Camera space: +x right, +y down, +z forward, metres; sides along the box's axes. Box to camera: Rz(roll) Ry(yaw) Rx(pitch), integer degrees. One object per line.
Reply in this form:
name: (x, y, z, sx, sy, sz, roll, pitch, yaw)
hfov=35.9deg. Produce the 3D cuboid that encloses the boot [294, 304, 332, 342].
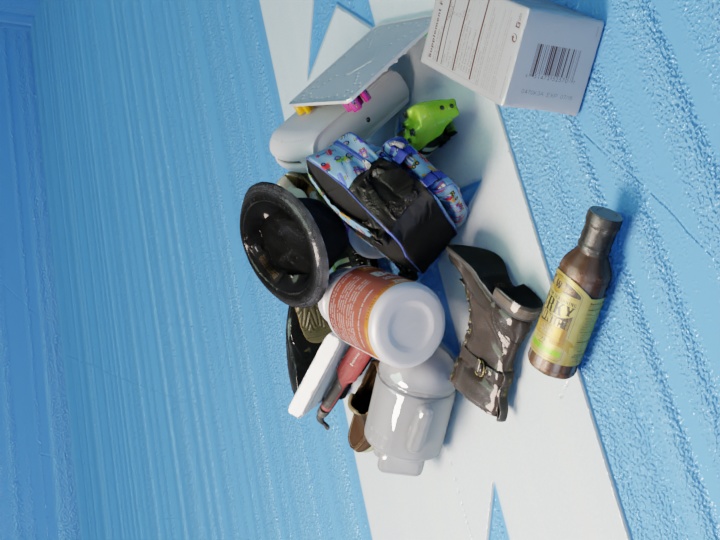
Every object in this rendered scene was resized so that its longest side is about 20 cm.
boot: (-0.095, 0.004, 1.749, 0.200, 0.065, 0.177, -116, 19, -67)

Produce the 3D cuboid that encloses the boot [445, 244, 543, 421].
boot: (0.148, 0.077, 1.442, 0.200, 0.069, 0.176, 50, 131, 48)

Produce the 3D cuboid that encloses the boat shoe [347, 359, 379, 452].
boat shoe: (0.011, 0.200, 1.681, 0.075, 0.074, 0.204, 62, 140, 42)

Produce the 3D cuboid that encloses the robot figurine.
robot figurine: (0.071, 0.182, 1.533, 0.170, 0.112, 0.202, -119, 39, -67)

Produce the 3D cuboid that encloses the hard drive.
hard drive: (-0.039, 0.139, 1.663, 0.027, 0.200, 0.133, 30, 103, 10)

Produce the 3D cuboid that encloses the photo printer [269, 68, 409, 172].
photo printer: (-0.041, -0.224, 1.682, 0.070, 0.200, 0.166, 55, 162, -25)

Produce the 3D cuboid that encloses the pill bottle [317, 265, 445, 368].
pill bottle: (0.020, 0.054, 1.496, 0.200, 0.111, 0.114, 21, 107, 61)

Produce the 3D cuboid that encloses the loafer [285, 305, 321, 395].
loafer: (-0.101, 0.126, 1.898, 0.072, 0.072, 0.203, 171, 100, -65)

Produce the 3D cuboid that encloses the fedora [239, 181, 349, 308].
fedora: (-0.083, -0.046, 1.554, 0.200, 0.091, 0.203, 31, 132, 40)

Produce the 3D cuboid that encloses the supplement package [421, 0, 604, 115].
supplement package: (0.179, -0.277, 1.352, 0.200, 0.116, 0.119, 44, 127, 54)

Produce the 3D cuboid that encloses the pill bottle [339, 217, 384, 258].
pill bottle: (-0.001, -0.116, 1.688, 0.201, 0.103, 0.105, 59, 137, 45)

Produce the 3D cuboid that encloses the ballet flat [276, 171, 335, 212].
ballet flat: (-0.094, -0.113, 1.689, 0.200, 0.070, 0.071, 47, 129, 54)

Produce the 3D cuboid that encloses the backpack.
backpack: (0.028, -0.107, 1.499, 0.135, 0.183, 0.200, -47, 63, -2)

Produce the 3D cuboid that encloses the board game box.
board game box: (0.010, -0.298, 1.624, 0.026, 0.200, 0.199, 54, 161, -23)

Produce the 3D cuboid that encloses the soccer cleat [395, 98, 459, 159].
soccer cleat: (0.091, -0.184, 1.568, 0.200, 0.080, 0.068, 116, 137, -74)

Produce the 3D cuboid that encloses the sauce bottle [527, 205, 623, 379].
sauce bottle: (0.247, 0.024, 1.268, 0.065, 0.064, 0.202, 46, 128, 52)

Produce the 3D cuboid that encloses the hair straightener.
hair straightener: (-0.013, 0.158, 1.651, 0.041, 0.077, 0.201, 31, 121, 10)

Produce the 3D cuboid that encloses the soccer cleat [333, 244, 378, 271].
soccer cleat: (0.000, 0.000, 1.706, 0.200, 0.067, 0.082, 58, 137, 50)
